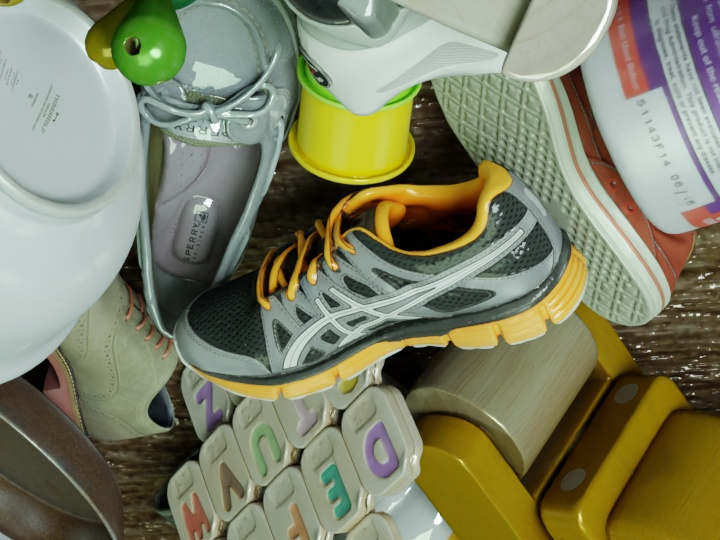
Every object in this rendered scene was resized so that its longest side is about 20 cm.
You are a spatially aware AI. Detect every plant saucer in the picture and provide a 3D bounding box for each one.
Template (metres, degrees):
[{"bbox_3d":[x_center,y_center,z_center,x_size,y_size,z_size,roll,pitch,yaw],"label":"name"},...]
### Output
[{"bbox_3d":[-0.207,0.096,0.867,0.200,0.035,0.200,28,151,17],"label":"plant saucer"}]

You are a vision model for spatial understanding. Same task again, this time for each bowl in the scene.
[{"bbox_3d":[-0.155,-0.057,0.635,0.090,0.201,0.201,-18,130,36],"label":"bowl"}]

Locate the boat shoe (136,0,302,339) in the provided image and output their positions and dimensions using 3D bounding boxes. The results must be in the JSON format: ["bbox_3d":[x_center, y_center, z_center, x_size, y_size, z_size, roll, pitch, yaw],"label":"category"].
[{"bbox_3d":[-0.073,-0.054,0.730,0.074,0.065,0.202,13,134,-5],"label":"boat shoe"}]

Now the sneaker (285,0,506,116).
[{"bbox_3d":[0.064,-0.128,0.614,0.200,0.074,0.089,-27,149,-6],"label":"sneaker"}]

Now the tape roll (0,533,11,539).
[{"bbox_3d":[-0.296,0.223,1.024,0.202,0.071,0.203,4,135,4],"label":"tape roll"}]

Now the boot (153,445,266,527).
[{"bbox_3d":[-0.044,0.190,0.959,0.200,0.073,0.182,29,117,-28],"label":"boot"}]

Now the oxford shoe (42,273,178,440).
[{"bbox_3d":[-0.131,0.023,0.815,0.075,0.071,0.200,4,145,-1],"label":"oxford shoe"}]

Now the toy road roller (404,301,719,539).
[{"bbox_3d":[0.131,0.101,0.769,0.146,0.123,0.200,-6,129,51],"label":"toy road roller"}]

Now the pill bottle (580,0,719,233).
[{"bbox_3d":[0.199,-0.096,0.622,0.200,0.112,0.111,-20,129,24],"label":"pill bottle"}]

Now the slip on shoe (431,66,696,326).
[{"bbox_3d":[0.092,-0.065,0.707,0.074,0.061,0.200,-1,131,55],"label":"slip on shoe"}]

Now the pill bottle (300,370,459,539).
[{"bbox_3d":[0.052,0.140,0.870,0.113,0.113,0.200,-32,122,32],"label":"pill bottle"}]

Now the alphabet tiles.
[{"bbox_3d":[-0.041,0.107,0.806,0.015,0.196,0.200,0,145,-40],"label":"alphabet tiles"}]

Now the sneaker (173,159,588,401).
[{"bbox_3d":[0.000,0.000,0.712,0.200,0.078,0.077,-16,130,17],"label":"sneaker"}]

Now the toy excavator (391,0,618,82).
[{"bbox_3d":[-0.011,-0.163,0.528,0.194,0.100,0.201,-1,102,11],"label":"toy excavator"}]

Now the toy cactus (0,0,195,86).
[{"bbox_3d":[-0.096,-0.157,0.593,0.165,0.200,0.102,-19,139,-32],"label":"toy cactus"}]

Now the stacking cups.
[{"bbox_3d":[0.007,-0.134,0.655,0.060,0.061,0.200,8,129,-1],"label":"stacking cups"}]
